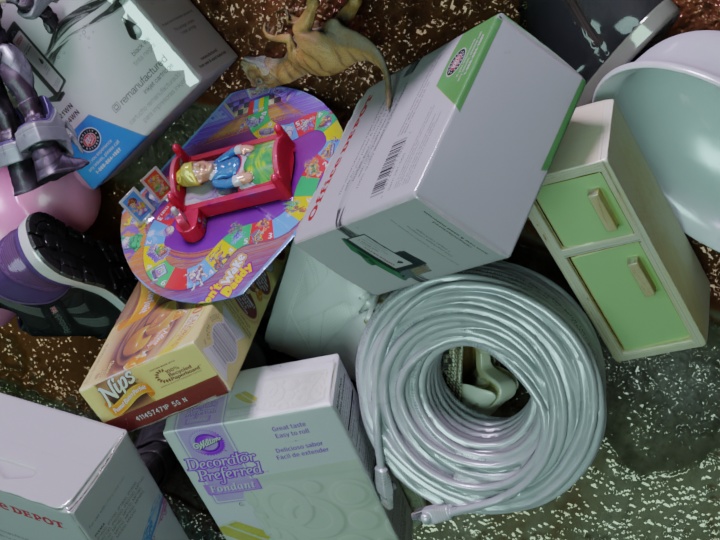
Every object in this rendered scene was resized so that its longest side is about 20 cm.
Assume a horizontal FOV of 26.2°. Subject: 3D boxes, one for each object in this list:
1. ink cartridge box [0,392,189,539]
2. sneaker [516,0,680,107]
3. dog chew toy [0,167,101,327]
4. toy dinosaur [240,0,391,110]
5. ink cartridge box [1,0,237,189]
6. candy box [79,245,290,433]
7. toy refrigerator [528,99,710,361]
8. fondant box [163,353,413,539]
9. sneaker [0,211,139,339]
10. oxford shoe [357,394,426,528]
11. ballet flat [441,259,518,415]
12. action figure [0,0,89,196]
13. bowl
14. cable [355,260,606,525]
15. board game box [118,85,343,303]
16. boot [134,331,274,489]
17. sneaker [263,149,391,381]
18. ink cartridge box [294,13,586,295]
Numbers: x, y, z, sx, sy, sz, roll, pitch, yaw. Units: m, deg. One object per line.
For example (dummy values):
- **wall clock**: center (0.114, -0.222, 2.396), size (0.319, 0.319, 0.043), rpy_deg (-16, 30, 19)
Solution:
- **ink cartridge box**: center (-0.224, 0.204, 1.231), size (0.146, 0.086, 0.201), rpy_deg (11, 139, 30)
- **sneaker**: center (0.135, -0.155, 1.146), size (0.106, 0.075, 0.200), rpy_deg (47, 116, 9)
- **dog chew toy**: center (-0.301, -0.032, 1.316), size (0.199, 0.125, 0.125), rpy_deg (-34, 97, 18)
- **toy dinosaur**: center (-0.019, -0.174, 1.175), size (0.199, 0.060, 0.108), rpy_deg (5, 101, 55)
- **ink cartridge box**: center (-0.222, -0.193, 1.240), size (0.146, 0.084, 0.200), rpy_deg (-40, 94, 28)
- **candy box**: center (-0.135, 0.036, 1.230), size (0.114, 0.201, 0.056), rpy_deg (-22, 115, 25)
- **toy refrigerator**: center (0.185, -0.022, 1.123), size (0.075, 0.070, 0.201), rpy_deg (-12, 132, 28)
- **fondant box**: center (-0.054, 0.165, 1.247), size (0.143, 0.059, 0.201), rpy_deg (-11, 129, 17)
- **sneaker**: center (-0.239, 0.022, 1.287), size (0.087, 0.076, 0.200), rpy_deg (-32, 142, 18)
- **oxford shoe**: center (-0.004, 0.147, 1.300), size (0.075, 0.058, 0.200), rpy_deg (-24, 123, 24)
- **ballet flat**: center (0.094, 0.059, 1.231), size (0.075, 0.067, 0.203), rpy_deg (18, 115, 38)
- **action figure**: center (-0.281, -0.161, 1.192), size (0.129, 0.069, 0.202), rpy_deg (-16, 101, 33)
- **bowl**: center (0.267, -0.100, 1.079), size (0.200, 0.091, 0.202), rpy_deg (36, 161, 14)
- **cable**: center (0.092, 0.089, 1.172), size (0.198, 0.069, 0.202), rpy_deg (-6, 108, 25)
- **board game box**: center (-0.106, -0.070, 1.190), size (0.200, 0.039, 0.158), rpy_deg (-49, 50, -9)
- **boot**: center (-0.152, 0.136, 1.297), size (0.070, 0.132, 0.201), rpy_deg (38, 130, 3)
- **sneaker**: center (0.000, 0.000, 1.249), size (0.114, 0.074, 0.202), rpy_deg (23, 126, 8)
- **ink cartridge box**: center (0.050, -0.074, 1.083), size (0.084, 0.147, 0.200), rpy_deg (32, 160, -17)
